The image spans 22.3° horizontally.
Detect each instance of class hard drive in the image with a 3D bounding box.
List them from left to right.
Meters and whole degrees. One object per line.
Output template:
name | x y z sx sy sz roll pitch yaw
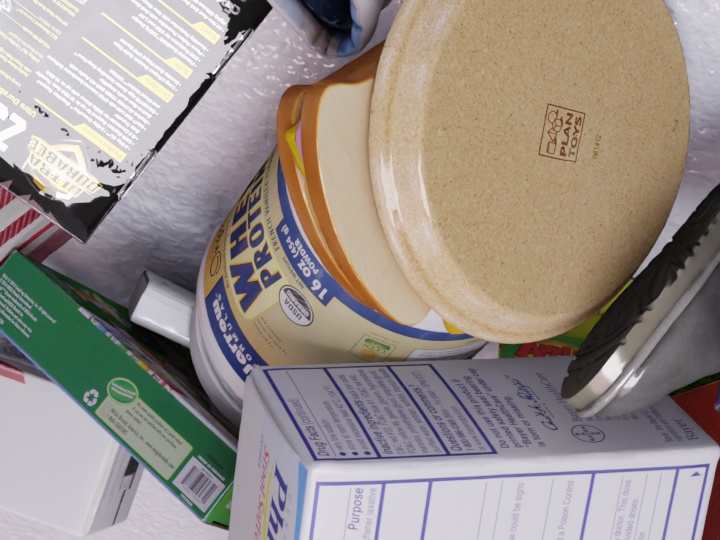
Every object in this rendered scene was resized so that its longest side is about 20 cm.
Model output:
hard drive | -0.041 0.056 1.076 0.199 0.027 0.132 26 179 -8

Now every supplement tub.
supplement tub | 0.000 0.000 0.928 0.144 0.145 0.200 27 145 -10

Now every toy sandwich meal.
toy sandwich meal | 0.059 -0.059 0.791 0.070 0.206 0.205 12 151 50

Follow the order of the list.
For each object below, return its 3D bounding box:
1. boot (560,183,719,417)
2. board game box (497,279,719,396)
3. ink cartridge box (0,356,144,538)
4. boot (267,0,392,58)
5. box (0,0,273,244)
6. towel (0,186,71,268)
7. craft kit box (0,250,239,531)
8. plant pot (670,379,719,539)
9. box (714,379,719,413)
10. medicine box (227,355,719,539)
boot | 0.205 0.061 0.796 0.200 0.182 0.073 48 153 -3
board game box | 0.176 0.060 1.006 0.199 0.048 0.102 12 145 10
ink cartridge box | -0.215 0.105 1.167 0.144 0.084 0.200 20 174 1
boot | -0.021 -0.179 0.735 0.073 0.096 0.200 1 141 26
box | -0.155 -0.133 0.825 0.200 0.049 0.160 36 101 -20
towel | -0.187 -0.037 0.979 0.023 0.144 0.200 42 145 6
craft kit box | -0.097 0.084 1.042 0.200 0.049 0.197 39 179 27
plant pot | 0.222 0.180 0.933 0.199 0.177 0.200 24 157 -17
box | 0.228 -0.031 0.720 0.079 0.201 0.141 34 143 -20
medicine box | 0.045 0.143 0.850 0.199 0.103 0.183 0 113 -18
